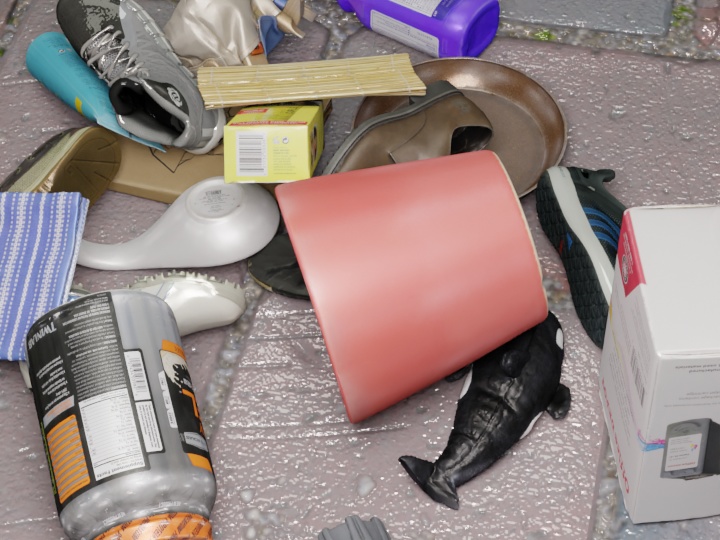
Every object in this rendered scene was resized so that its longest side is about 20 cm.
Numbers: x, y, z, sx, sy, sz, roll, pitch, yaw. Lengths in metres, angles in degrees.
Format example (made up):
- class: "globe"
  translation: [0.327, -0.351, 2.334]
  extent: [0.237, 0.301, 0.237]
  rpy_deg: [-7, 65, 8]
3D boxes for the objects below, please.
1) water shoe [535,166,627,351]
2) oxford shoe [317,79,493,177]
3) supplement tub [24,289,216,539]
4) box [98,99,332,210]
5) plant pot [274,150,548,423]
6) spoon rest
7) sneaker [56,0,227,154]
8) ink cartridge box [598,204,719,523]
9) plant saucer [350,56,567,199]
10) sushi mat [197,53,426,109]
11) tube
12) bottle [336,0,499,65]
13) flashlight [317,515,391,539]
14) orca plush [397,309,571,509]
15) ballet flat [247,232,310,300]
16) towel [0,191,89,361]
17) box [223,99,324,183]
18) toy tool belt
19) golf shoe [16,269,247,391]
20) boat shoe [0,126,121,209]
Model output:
- class: "water shoe"
  translation: [0.213, -0.017, 1.478]
  extent: [0.078, 0.072, 0.201]
  rpy_deg: [-7, 52, -14]
- class: "oxford shoe"
  translation: [0.038, -0.093, 1.516]
  extent: [0.199, 0.073, 0.084]
  rpy_deg: [-36, 58, -25]
- class: "supplement tub"
  translation: [-0.180, 0.127, 1.323]
  extent: [0.121, 0.123, 0.202]
  rpy_deg: [-13, 66, -8]
- class: "box"
  translation: [-0.145, -0.122, 1.626]
  extent: [0.198, 0.021, 0.164]
  rpy_deg: [14, 50, 14]
- class: "plant pot"
  translation: [0.043, -0.002, 1.376]
  extent: [0.176, 0.201, 0.201]
  rpy_deg: [-19, 49, -2]
- class: "spoon rest"
  translation: [-0.169, -0.037, 1.526]
  extent: [0.198, 0.061, 0.100]
  rpy_deg: [-6, 47, -2]
- class: "sneaker"
  translation: [-0.209, -0.182, 1.551]
  extent: [0.200, 0.075, 0.115]
  rpy_deg: [42, 17, 7]
- class: "ink cartridge box"
  translation: [0.238, 0.071, 1.312]
  extent: [0.085, 0.201, 0.149]
  rpy_deg: [-5, 48, -2]
- class: "plant saucer"
  translation: [0.091, -0.119, 1.603]
  extent: [0.198, 0.032, 0.202]
  rpy_deg: [-2, 48, 3]
- class: "sushi mat"
  translation: [-0.046, -0.169, 1.550]
  extent: [0.198, 0.012, 0.096]
  rpy_deg: [-5, 28, -5]
- class: "tube"
  translation: [-0.251, -0.164, 1.617]
  extent: [0.077, 0.051, 0.200]
  rpy_deg: [16, 17, -39]
- class: "bottle"
  translation: [0.037, -0.269, 1.716]
  extent: [0.199, 0.066, 0.084]
  rpy_deg: [26, 49, 24]
- class: "flashlight"
  translation: [0.022, 0.266, 1.242]
  extent: [0.067, 0.068, 0.201]
  rpy_deg: [-20, 51, -10]
- class: "orca plush"
  translation: [0.102, 0.089, 1.390]
  extent: [0.199, 0.071, 0.105]
  rpy_deg: [-38, 56, -26]
- class: "ballet flat"
  translation: [0.000, 0.000, 1.502]
  extent: [0.198, 0.057, 0.067]
  rpy_deg: [0, 71, 11]
- class: "towel"
  translation: [-0.323, 0.000, 1.457]
  extent: [0.198, 0.024, 0.146]
  rpy_deg: [3, 74, 30]
- class: "box"
  translation: [-0.072, -0.112, 1.494]
  extent: [0.074, 0.051, 0.200]
  rpy_deg: [0, 12, 3]
- class: "toy tool belt"
  translation: [-0.103, -0.238, 1.673]
  extent: [0.123, 0.125, 0.200]
  rpy_deg: [38, 34, -5]
- class: "golf shoe"
  translation: [-0.190, 0.058, 1.450]
  extent: [0.198, 0.078, 0.098]
  rpy_deg: [-7, 65, 5]
- class: "boat shoe"
  translation: [-0.295, -0.050, 1.547]
  extent: [0.200, 0.073, 0.065]
  rpy_deg: [-46, 33, -21]
